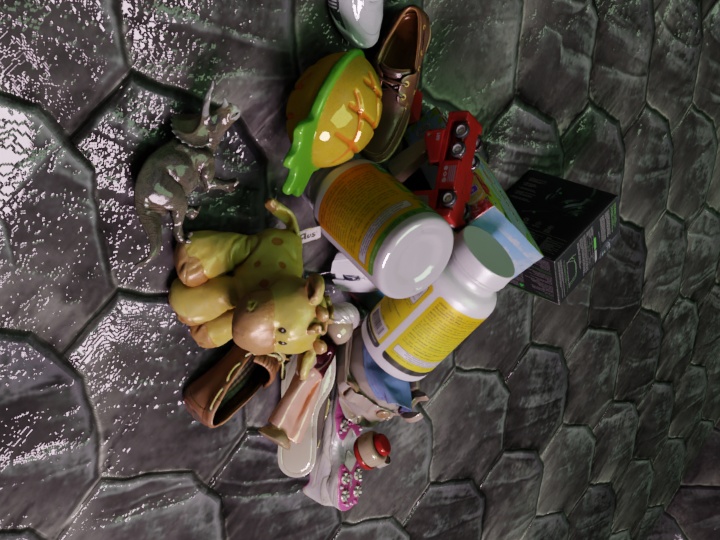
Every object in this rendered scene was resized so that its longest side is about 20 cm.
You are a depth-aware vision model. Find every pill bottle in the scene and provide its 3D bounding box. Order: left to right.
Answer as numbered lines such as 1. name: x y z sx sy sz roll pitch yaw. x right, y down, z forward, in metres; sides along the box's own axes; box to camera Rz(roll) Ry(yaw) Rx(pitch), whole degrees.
1. pill bottle: 0.012 -0.065 1.050 0.110 0.200 0.112 -24 136 -25
2. pill bottle: 0.099 0.041 1.100 0.112 0.113 0.200 0 141 -48

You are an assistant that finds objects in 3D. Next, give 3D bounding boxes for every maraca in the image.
1. maraca: -0.040 -0.173 1.006 0.138 0.106 0.201 94 22 -54

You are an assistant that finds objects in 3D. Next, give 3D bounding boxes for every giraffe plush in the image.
1. giraffe plush: -0.102 0.038 0.974 0.199 0.162 0.173 -30 135 -7

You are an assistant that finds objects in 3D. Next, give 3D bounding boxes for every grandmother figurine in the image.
1. grandmother figurine: -0.061 0.130 1.112 0.201 0.060 0.121 -61 -177 -14

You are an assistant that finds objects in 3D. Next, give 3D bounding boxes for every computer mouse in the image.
1. computer mouse: 0.000 0.000 1.133 0.198 0.044 0.110 -15 128 -3

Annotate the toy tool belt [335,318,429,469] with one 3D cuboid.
1. toy tool belt: 0.034 0.159 1.195 0.122 0.202 0.125 -28 146 25

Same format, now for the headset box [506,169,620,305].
1. headset box: 0.305 -0.064 1.418 0.200 0.173 0.093 -42 135 -28

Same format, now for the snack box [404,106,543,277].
1. snack box: 0.155 -0.106 1.203 0.067 0.201 0.168 -35 141 17

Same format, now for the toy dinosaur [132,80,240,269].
1. toy dinosaur: -0.198 -0.096 0.924 0.201 0.077 0.102 -51 127 -10

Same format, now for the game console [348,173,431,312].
1. game console: 0.100 -0.005 1.265 0.201 0.171 0.119 -57 167 -9

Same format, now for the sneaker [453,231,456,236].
1. sneaker: 0.075 -0.061 1.204 0.200 0.087 0.076 39 81 -33

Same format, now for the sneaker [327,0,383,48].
1. sneaker: 0.021 -0.348 0.993 0.075 0.114 0.202 -30 129 -35

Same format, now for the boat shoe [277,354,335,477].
1. boat shoe: -0.076 0.180 1.200 0.060 0.071 0.203 -112 -150 -89

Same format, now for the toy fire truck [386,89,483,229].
1. toy fire truck: 0.083 -0.150 1.114 0.049 0.140 0.202 30 67 -51

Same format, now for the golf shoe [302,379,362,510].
1. golf shoe: -0.044 0.243 1.264 0.075 0.091 0.203 20 71 -53

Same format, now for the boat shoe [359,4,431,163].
1. boat shoe: 0.037 -0.236 1.086 0.068 0.071 0.202 26 81 -86

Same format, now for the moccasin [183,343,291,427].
1. moccasin: -0.130 0.118 1.091 0.201 0.077 0.074 -38 134 -30
